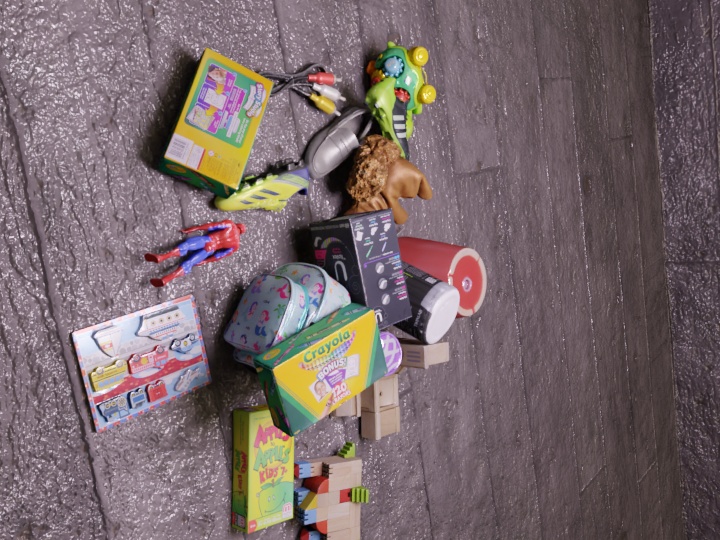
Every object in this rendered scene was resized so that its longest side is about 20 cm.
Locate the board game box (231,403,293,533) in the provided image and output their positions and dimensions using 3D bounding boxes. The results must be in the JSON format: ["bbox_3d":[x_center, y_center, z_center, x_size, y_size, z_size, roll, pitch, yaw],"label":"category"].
[{"bbox_3d":[-0.169,0.339,1.116,0.101,0.047,0.201,1,89,-47],"label":"board game box"}]

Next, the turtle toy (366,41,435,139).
[{"bbox_3d":[0.076,-0.369,1.325,0.101,0.146,0.201,-23,111,-23],"label":"turtle toy"}]

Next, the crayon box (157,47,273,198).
[{"bbox_3d":[-0.225,-0.231,1.008,0.118,0.058,0.201,23,72,-23],"label":"crayon box"}]

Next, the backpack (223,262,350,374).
[{"bbox_3d":[-0.118,0.083,1.074,0.151,0.177,0.201,45,66,-39],"label":"backpack"}]

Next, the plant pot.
[{"bbox_3d":[0.159,0.024,1.374,0.200,0.177,0.202,-1,92,-47],"label":"plant pot"}]

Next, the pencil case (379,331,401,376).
[{"bbox_3d":[-0.016,0.155,1.177,0.085,0.199,0.084,-37,106,-39],"label":"pencil case"}]

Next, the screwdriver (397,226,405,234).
[{"bbox_3d":[0.038,-0.041,1.357,0.200,0.029,0.028,-47,122,-40],"label":"screwdriver"}]

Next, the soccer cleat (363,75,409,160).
[{"bbox_3d":[0.070,-0.292,1.271,0.081,0.067,0.200,-48,142,-17],"label":"soccer cleat"}]

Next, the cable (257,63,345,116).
[{"bbox_3d":[-0.109,-0.348,1.175,0.199,0.050,0.098,2,88,-48],"label":"cable"}]

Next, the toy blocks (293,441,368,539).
[{"bbox_3d":[-0.068,0.435,1.205,0.136,0.100,0.201,3,87,-35],"label":"toy blocks"}]

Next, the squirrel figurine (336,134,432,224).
[{"bbox_3d":[0.020,-0.154,1.257,0.187,0.141,0.200,-49,142,-15],"label":"squirrel figurine"}]

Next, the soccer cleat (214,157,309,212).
[{"bbox_3d":[-0.162,-0.132,1.111,0.200,0.064,0.084,-32,124,-40],"label":"soccer cleat"}]

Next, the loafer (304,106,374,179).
[{"bbox_3d":[-0.039,-0.252,1.236,0.070,0.070,0.200,53,54,-33],"label":"loafer"}]

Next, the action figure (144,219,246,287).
[{"bbox_3d":[-0.254,-0.038,1.022,0.200,0.051,0.066,-32,119,-48],"label":"action figure"}]

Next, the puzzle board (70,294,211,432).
[{"bbox_3d":[-0.323,0.136,0.972,0.199,0.017,0.152,-20,105,-46],"label":"puzzle board"}]

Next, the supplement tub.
[{"bbox_3d":[0.082,0.048,1.251,0.122,0.199,0.123,-37,143,-36],"label":"supplement tub"}]

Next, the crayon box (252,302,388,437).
[{"bbox_3d":[-0.056,0.147,0.983,0.199,0.058,0.119,-28,116,-33],"label":"crayon box"}]

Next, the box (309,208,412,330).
[{"bbox_3d":[0.000,0.000,1.143,0.106,0.122,0.201,-18,100,-39],"label":"box"}]

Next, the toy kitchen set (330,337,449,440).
[{"bbox_3d":[0.056,0.242,1.261,0.163,0.180,0.201,-2,91,-46],"label":"toy kitchen set"}]
